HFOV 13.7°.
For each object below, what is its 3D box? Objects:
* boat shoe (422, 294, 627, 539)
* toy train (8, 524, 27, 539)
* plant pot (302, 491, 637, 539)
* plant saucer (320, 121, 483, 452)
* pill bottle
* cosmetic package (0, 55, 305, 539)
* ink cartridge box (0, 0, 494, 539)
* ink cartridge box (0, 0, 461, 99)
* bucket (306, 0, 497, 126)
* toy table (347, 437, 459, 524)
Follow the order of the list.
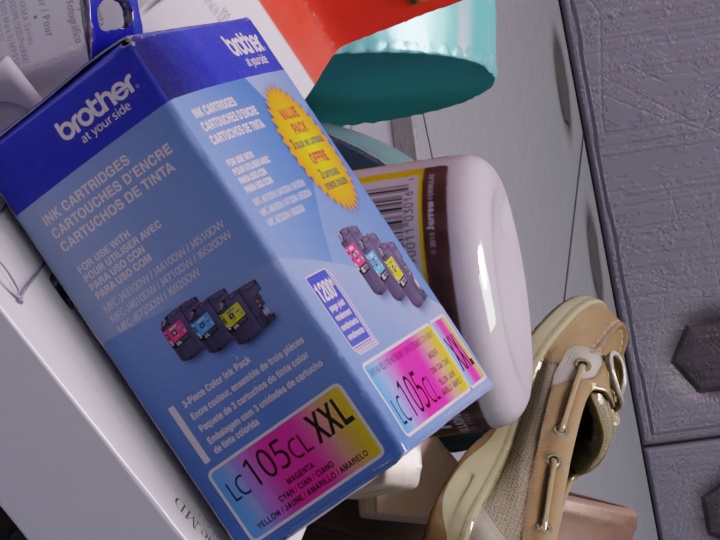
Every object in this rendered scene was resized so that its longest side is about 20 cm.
[{"bbox_3d":[0.087,0.084,1.339,0.201,0.063,0.074,-52,154,-52],"label":"boat shoe"},{"bbox_3d":[-0.098,0.152,1.117,0.200,0.085,0.115,-66,156,-69],"label":"toy train"},{"bbox_3d":[0.021,0.179,1.492,0.200,0.199,0.176,27,77,-77],"label":"plant pot"},{"bbox_3d":[0.000,0.000,1.426,0.036,0.199,0.201,-50,139,-36],"label":"plant saucer"},{"bbox_3d":[-0.037,0.021,1.192,0.109,0.199,0.110,-8,90,-79],"label":"pill bottle"},{"bbox_3d":[-0.098,0.033,1.052,0.200,0.052,0.151,52,20,-10],"label":"cosmetic package"},{"bbox_3d":[-0.049,-0.012,1.057,0.200,0.076,0.136,54,17,2],"label":"ink cartridge box"},{"bbox_3d":[-0.054,-0.088,1.180,0.163,0.199,0.057,51,25,-68],"label":"ink cartridge box"},{"bbox_3d":[-0.031,-0.145,1.367,0.207,0.206,0.136,31,54,-76],"label":"bucket"},{"bbox_3d":[-0.030,0.047,1.324,0.200,0.183,0.118,151,-58,-66],"label":"toy table"}]
